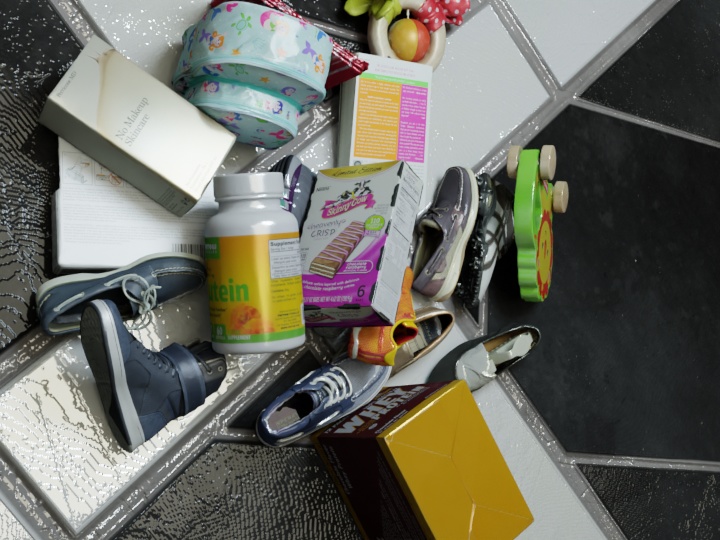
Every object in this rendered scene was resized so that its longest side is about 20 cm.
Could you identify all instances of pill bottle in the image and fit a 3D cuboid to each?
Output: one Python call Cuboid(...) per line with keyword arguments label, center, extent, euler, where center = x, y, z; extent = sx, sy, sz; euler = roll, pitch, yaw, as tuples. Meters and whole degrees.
Cuboid(label="pill bottle", center=(-0.124, -0.010, 1.083), extent=(0.110, 0.111, 0.203), euler=(-5, 94, -29))

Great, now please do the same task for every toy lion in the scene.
Cuboid(label="toy lion", center=(0.252, -0.058, 1.348), extent=(0.200, 0.068, 0.194), euler=(44, 52, -63))

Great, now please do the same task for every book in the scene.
Cuboid(label="book", center=(0.036, -0.188, 1.291), extent=(0.132, 0.048, 0.203), euler=(2, 93, -30))

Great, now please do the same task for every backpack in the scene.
Cuboid(label="backpack", center=(-0.131, -0.239, 1.139), extent=(0.176, 0.199, 0.153), euler=(15, 74, -27))

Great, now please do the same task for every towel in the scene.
Cuboid(label="towel", center=(-0.093, -0.304, 1.204), extent=(0.199, 0.144, 0.023), euler=(33, 79, -21))

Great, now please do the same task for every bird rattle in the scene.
Cuboid(label="bird rattle", center=(0.070, -0.356, 1.351), extent=(0.198, 0.112, 0.165), euler=(-3, 97, -40))

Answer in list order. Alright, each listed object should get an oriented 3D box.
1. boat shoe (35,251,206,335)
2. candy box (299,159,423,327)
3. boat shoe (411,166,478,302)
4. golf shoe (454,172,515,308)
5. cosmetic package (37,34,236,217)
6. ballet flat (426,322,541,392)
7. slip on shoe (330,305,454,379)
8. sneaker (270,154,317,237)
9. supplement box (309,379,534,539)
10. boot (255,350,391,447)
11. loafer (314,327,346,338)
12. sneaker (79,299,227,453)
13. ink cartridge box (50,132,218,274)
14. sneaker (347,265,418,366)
Cuboid(label="boat shoe", center=(-0.268, 0.029, 1.069), extent=(0.198, 0.076, 0.062), euler=(-9, 41, -22))
Cuboid(label="candy box", center=(-0.008, -0.033, 1.161), extent=(0.061, 0.135, 0.202), euler=(42, 53, -48))
Cuboid(label="boat shoe", center=(0.114, -0.059, 1.318), extent=(0.064, 0.072, 0.202), euler=(21, 77, -32))
Cuboid(label="golf shoe", center=(0.190, -0.038, 1.353), extent=(0.094, 0.078, 0.203), euler=(17, 74, -26))
Cuboid(label="cosmetic package", center=(-0.258, -0.165, 1.086), extent=(0.199, 0.073, 0.104), euler=(34, 64, -18))
Cuboid(label="ballet flat", center=(0.180, 0.123, 1.323), extent=(0.199, 0.068, 0.069), euler=(-29, 96, -29))
Cuboid(label="slip on shoe", center=(0.045, 0.105, 1.255), extent=(0.199, 0.060, 0.077), euler=(-23, 93, -30))
Cuboid(label="sneaker", center=(-0.090, -0.047, 1.203), extent=(0.087, 0.074, 0.202), euler=(27, 69, -28))
Cuboid(label="supplement box", center=(0.071, 0.257, 1.162), extent=(0.132, 0.199, 0.199), euler=(-30, 96, -29))
Cuboid(label="boot", center=(-0.038, 0.153, 1.157), extent=(0.199, 0.090, 0.073), euler=(-34, 83, -16))
Cuboid(label="loafer", center=(0.000, 0.000, 1.243), extent=(0.070, 0.070, 0.202), euler=(32, 67, -16))
Cuboid(label="sneaker", center=(-0.231, 0.093, 1.060), extent=(0.145, 0.077, 0.204), euler=(-28, 133, -28))
Cuboid(label="ink cartridge box", center=(-0.270, -0.083, 1.125), extent=(0.198, 0.043, 0.176), euler=(2, 76, -28))
Cuboid(label="sneaker", center=(0.043, 0.062, 1.215), extent=(0.076, 0.074, 0.201), euler=(16, 37, 8))
